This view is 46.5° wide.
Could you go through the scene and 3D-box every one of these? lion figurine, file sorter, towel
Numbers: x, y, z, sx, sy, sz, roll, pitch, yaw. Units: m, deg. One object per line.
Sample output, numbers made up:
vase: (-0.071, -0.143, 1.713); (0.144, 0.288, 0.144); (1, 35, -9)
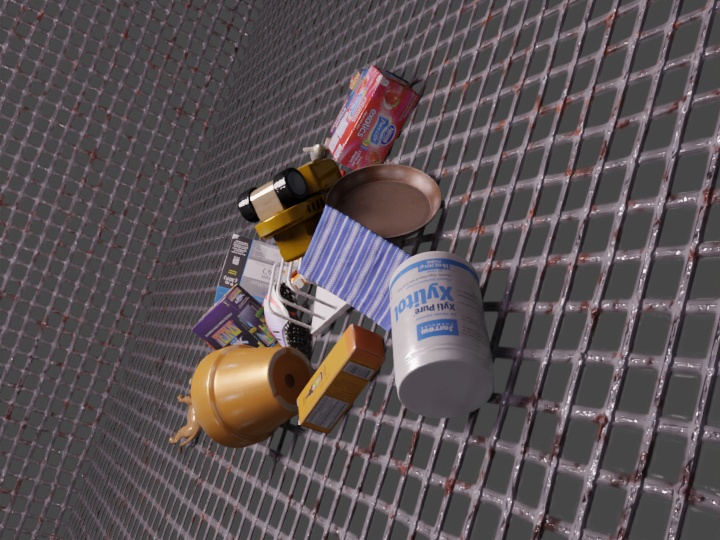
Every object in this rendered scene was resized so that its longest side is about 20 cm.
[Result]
lion figurine: (-0.427, 0.371, 2.153); (0.122, 0.072, 0.200); (-10, 73, 49)
file sorter: (-0.081, 0.006, 1.619); (0.200, 0.124, 0.139); (-43, 32, 45)
towel: (0.000, 0.000, 1.380); (0.024, 0.200, 0.145); (-41, -19, -57)

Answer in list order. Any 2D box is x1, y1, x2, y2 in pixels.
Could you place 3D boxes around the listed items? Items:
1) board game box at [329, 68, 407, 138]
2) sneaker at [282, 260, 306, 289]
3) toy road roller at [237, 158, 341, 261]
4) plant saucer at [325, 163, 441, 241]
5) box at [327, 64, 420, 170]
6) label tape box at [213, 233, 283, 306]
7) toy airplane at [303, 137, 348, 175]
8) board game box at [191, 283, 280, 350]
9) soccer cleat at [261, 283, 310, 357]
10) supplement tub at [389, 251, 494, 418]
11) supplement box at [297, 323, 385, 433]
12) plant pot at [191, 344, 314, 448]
board game box: (0.009, -0.369, 1.863); (0.200, 0.062, 0.200); (-60, 23, 18)
sneaker: (-0.089, -0.041, 1.770); (0.200, 0.078, 0.077); (-39, 3, 31)
toy road roller: (-0.108, -0.105, 1.490); (0.123, 0.146, 0.200); (-23, 6, 33)
plant saucer: (0.040, -0.112, 1.444); (0.200, 0.200, 0.035); (-93, -2, -46)
box: (0.025, -0.307, 1.725); (0.200, 0.095, 0.100); (-60, 24, 17)
label tape box: (-0.255, 0.032, 1.956); (0.063, 0.144, 0.200); (119, 166, -72)
toy airplane: (-0.103, -0.176, 1.829); (0.199, 0.141, 0.200); (-58, 26, 25)
board game box: (-0.267, 0.136, 1.868); (0.200, 0.165, 0.057); (-38, 13, 50)
soccer cleat: (-0.157, 0.120, 1.738); (0.073, 0.068, 0.200); (-48, 45, 28)
supplement tub: (0.108, 0.084, 1.143); (0.132, 0.132, 0.200); (-50, 28, 36)
supplement box: (-0.036, 0.190, 1.446); (0.200, 0.069, 0.067); (-53, 26, 27)
plant pot: (-0.192, 0.228, 1.618); (0.183, 0.200, 0.200); (-23, 47, 39)
